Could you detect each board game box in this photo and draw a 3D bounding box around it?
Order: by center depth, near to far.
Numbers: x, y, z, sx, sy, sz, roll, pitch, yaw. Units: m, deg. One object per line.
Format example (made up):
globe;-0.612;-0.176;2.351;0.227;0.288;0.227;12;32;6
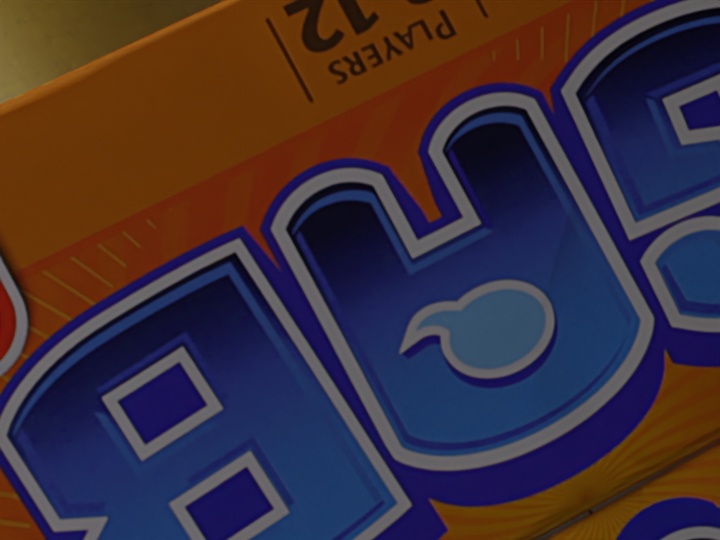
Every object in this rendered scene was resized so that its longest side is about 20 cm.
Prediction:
board game box;0.012;0.060;0.547;0.201;0.199;0.200;62;161;5

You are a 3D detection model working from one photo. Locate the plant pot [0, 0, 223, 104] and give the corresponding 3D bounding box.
plant pot;-0.137;-0.067;0.679;0.142;0.200;0.200;57;161;-9
